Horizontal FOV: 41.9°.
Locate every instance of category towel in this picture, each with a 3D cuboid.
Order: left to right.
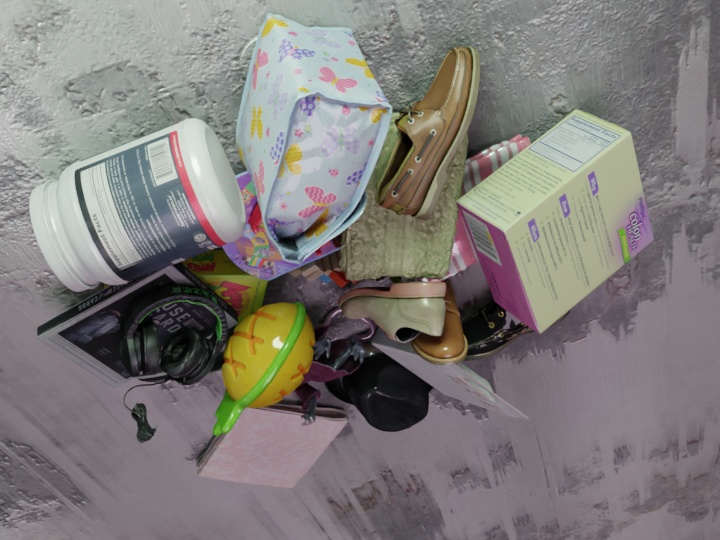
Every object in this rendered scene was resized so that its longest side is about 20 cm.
[{"bbox_3d":[-0.145,0.281,1.524,0.190,0.032,0.200,14,130,-30],"label":"towel"},{"bbox_3d":[0.050,-0.086,1.115,0.147,0.036,0.202,0,105,-13],"label":"towel"},{"bbox_3d":[0.139,-0.070,1.185,0.199,0.030,0.147,-26,127,-3],"label":"towel"}]

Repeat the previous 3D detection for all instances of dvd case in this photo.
[{"bbox_3d":[-0.275,0.067,1.176,0.199,0.025,0.150,-27,139,13],"label":"dvd case"}]

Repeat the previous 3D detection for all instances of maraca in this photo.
[{"bbox_3d":[-0.130,0.125,1.203,0.107,0.137,0.200,34,104,-12],"label":"maraca"}]

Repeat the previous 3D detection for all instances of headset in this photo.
[{"bbox_3d":[-0.237,0.111,1.147,0.123,0.094,0.201,14,120,-31],"label":"headset"}]

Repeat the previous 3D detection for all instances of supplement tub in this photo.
[{"bbox_3d":[-0.237,-0.068,1.020,0.199,0.141,0.141,-20,139,5],"label":"supplement tub"}]

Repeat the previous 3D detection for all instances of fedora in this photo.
[{"bbox_3d":[0.045,0.181,1.426,0.199,0.092,0.201,-10,139,-9],"label":"fedora"}]

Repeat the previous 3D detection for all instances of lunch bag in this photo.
[{"bbox_3d":[-0.057,-0.134,0.977,0.126,0.170,0.201,6,127,-24],"label":"lunch bag"}]

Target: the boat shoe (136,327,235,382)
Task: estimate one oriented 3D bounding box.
[{"bbox_3d":[-0.214,0.114,1.283,0.199,0.076,0.061,-18,134,3],"label":"boat shoe"}]

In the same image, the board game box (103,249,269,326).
[{"bbox_3d":[-0.224,0.024,1.199,0.198,0.048,0.102,0,136,-18],"label":"board game box"}]

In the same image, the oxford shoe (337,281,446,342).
[{"bbox_3d":[0.034,0.056,1.203,0.070,0.074,0.200,-2,176,-32],"label":"oxford shoe"}]

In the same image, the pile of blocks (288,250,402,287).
[{"bbox_3d":[0.000,0.000,1.235,0.198,0.062,0.082,-8,139,-9],"label":"pile of blocks"}]

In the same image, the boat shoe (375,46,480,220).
[{"bbox_3d":[0.074,-0.155,1.043,0.068,0.072,0.201,14,102,-16],"label":"boat shoe"}]

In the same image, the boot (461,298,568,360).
[{"bbox_3d":[0.203,0.042,1.340,0.199,0.073,0.151,-20,141,-2],"label":"boot"}]

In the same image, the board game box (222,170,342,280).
[{"bbox_3d":[-0.071,-0.062,1.124,0.199,0.039,0.159,-24,129,-5],"label":"board game box"}]

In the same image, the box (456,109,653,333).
[{"bbox_3d":[0.241,-0.060,1.148,0.200,0.097,0.176,-37,130,-11],"label":"box"}]

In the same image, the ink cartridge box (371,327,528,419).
[{"bbox_3d":[0.128,0.134,1.299,0.160,0.200,0.047,37,75,-27],"label":"ink cartridge box"}]

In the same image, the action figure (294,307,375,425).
[{"bbox_3d":[-0.094,0.131,1.347,0.134,0.149,0.200,39,139,-17],"label":"action figure"}]

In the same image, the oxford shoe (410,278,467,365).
[{"bbox_3d":[0.097,0.054,1.230,0.071,0.200,0.072,-4,118,-3],"label":"oxford shoe"}]
